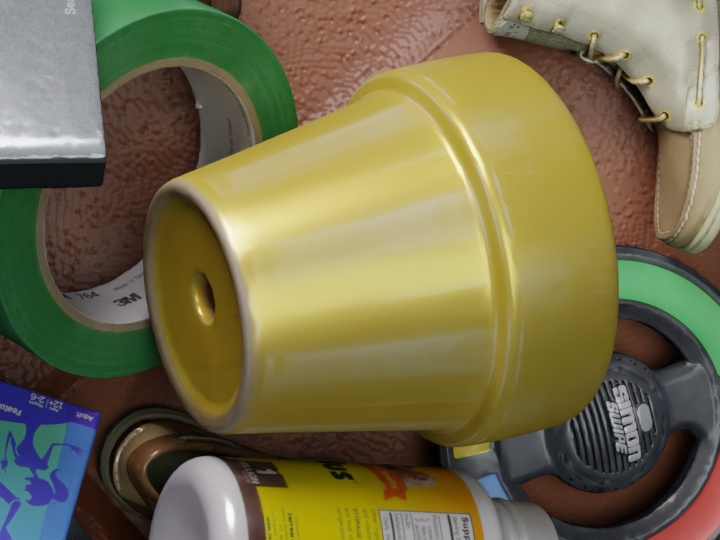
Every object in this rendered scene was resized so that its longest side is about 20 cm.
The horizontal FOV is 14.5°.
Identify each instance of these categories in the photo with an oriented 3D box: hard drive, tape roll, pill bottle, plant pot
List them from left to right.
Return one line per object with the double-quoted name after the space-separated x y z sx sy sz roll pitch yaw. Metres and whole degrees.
-0.224 -0.099 1.331 0.200 0.033 0.140 -1 55 -11 "hard drive"
-0.121 -0.046 1.452 0.200 0.048 0.200 -23 126 -36 "tape roll"
-0.001 0.153 1.457 0.200 0.109 0.109 5 95 -26 "pill bottle"
0.000 0.000 1.436 0.189 0.201 0.201 -11 100 -25 "plant pot"

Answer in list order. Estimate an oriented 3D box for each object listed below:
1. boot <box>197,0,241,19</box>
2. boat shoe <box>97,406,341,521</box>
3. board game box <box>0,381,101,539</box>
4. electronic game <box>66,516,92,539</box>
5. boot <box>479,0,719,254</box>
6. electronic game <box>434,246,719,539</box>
-0.162 -0.181 1.437 0.200 0.064 0.186 -21 106 -31 "boot"
-0.045 0.134 1.534 0.200 0.074 0.076 18 91 -19 "boat shoe"
-0.230 0.144 1.431 0.152 0.045 0.200 18 62 -9 "board game box"
-0.220 0.189 1.462 0.200 0.042 0.200 7 62 -14 "electronic game"
0.140 -0.115 1.566 0.155 0.072 0.200 7 87 -20 "boot"
0.137 0.086 1.598 0.200 0.042 0.200 -2 96 -18 "electronic game"
